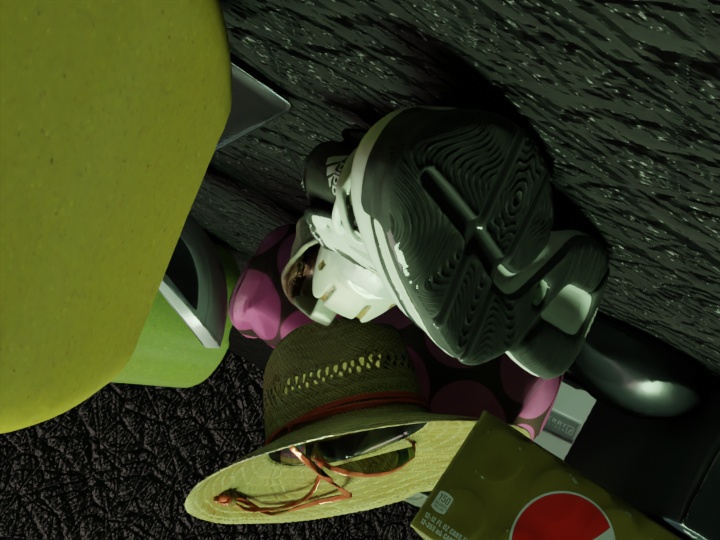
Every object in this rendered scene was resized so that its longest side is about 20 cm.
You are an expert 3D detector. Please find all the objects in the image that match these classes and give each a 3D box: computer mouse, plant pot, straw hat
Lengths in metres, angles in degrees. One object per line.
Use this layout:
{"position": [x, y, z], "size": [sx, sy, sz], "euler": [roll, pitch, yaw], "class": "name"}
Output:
{"position": [0.087, 0.033, 0.852], "size": [0.199, 0.034, 0.059], "euler": [23, 172, 44], "class": "computer mouse"}
{"position": [-0.156, -0.054, 0.548], "size": [0.194, 0.196, 0.200], "euler": [19, 174, 34], "class": "plant pot"}
{"position": [-0.204, 0.013, 1.353], "size": [0.189, 0.202, 0.199], "euler": [17, -179, -35], "class": "plant pot"}
{"position": [-0.011, 0.073, 0.921], "size": [0.199, 0.086, 0.201], "euler": [-9, 160, -3], "class": "straw hat"}
{"position": [-0.134, -0.038, 1.014], "size": [0.200, 0.044, 0.110], "euler": [49, 172, 14], "class": "computer mouse"}

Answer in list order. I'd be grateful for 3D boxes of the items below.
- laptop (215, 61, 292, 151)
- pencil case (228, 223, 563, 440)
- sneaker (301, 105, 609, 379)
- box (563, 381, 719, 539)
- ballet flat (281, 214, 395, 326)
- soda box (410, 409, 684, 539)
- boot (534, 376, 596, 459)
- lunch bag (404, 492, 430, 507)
{"position": [-0.150, -0.126, 0.748], "size": [0.187, 0.116, 0.201], "euler": [33, -160, -30], "class": "laptop"}
{"position": [0.022, 0.047, 1.011], "size": [0.199, 0.091, 0.094], "euler": [29, -174, 16], "class": "pencil case"}
{"position": [0.012, -0.018, 0.610], "size": [0.115, 0.076, 0.200], "euler": [23, 174, 25], "class": "sneaker"}
{"position": [0.199, 0.122, 0.860], "size": [0.141, 0.079, 0.200], "euler": [34, 172, -7], "class": "box"}
{"position": [0.000, 0.000, 0.838], "size": [0.067, 0.063, 0.200], "euler": [29, 173, -7], "class": "ballet flat"}
{"position": [0.125, 0.151, 0.794], "size": [0.199, 0.068, 0.064], "euler": [33, 172, 14], "class": "soda box"}
{"position": [0.160, 0.116, 1.063], "size": [0.200, 0.074, 0.095], "euler": [34, -176, 41], "class": "boot"}
{"position": [0.098, 0.151, 1.334], "size": [0.199, 0.118, 0.164], "euler": [25, 175, -20], "class": "lunch bag"}
